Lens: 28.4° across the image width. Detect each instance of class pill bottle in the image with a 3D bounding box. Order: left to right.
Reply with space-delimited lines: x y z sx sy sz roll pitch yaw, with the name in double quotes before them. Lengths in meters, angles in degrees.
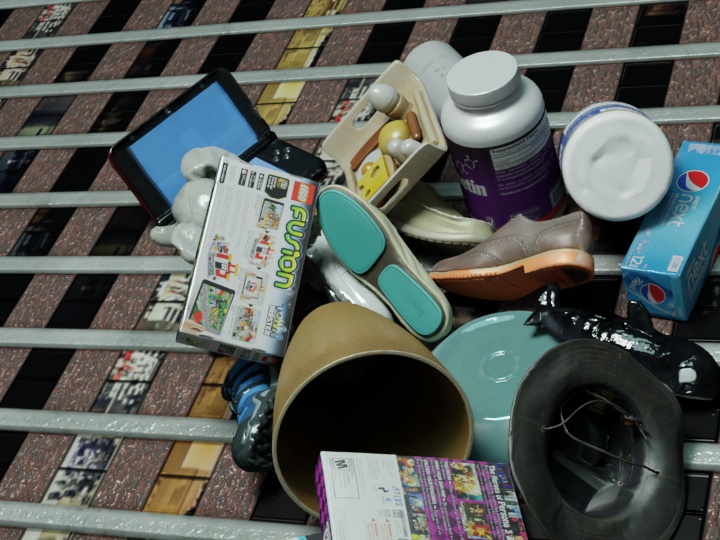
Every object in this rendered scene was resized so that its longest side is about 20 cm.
"pill bottle" 0.153 -0.134 1.543 0.112 0.200 0.113 -12 40 11
"pill bottle" 0.265 -0.120 1.500 0.111 0.111 0.200 -14 9 9

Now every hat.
"hat" 0.196 0.167 1.268 0.201 0.201 0.081 -50 8 -30

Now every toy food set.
"toy food set" 0.017 -0.136 1.582 0.144 0.060 0.200 -47 27 21

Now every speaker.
"speaker" 0.124 -0.205 1.729 0.081 0.081 0.200 -28 40 -8

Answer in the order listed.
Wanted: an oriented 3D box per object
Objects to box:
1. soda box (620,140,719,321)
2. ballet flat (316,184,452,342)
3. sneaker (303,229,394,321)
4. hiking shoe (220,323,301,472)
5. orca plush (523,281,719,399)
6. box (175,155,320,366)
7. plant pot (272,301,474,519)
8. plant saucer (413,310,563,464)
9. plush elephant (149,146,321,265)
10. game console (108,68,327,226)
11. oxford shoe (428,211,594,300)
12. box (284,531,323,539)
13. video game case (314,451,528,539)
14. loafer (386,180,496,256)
"soda box" 0.335 -0.044 1.465 0.064 0.068 0.200 10 49 31
"ballet flat" 0.029 -0.008 1.491 0.069 0.069 0.200 -34 79 -15
"sneaker" 0.000 0.000 1.561 0.099 0.078 0.200 -26 41 -11
"hiking shoe" -0.104 0.138 1.464 0.087 0.074 0.200 -13 30 22
"orca plush" 0.258 0.052 1.362 0.105 0.071 0.200 -15 36 -38
"box" -0.113 -0.010 1.454 0.110 0.035 0.200 15 66 -9
"plant pot" -0.005 0.113 1.373 0.186 0.187 0.200 -22 28 0
"plant saucer" 0.142 0.104 1.411 0.200 0.036 0.200 -12 40 11
"plush elephant" -0.154 -0.036 1.553 0.200 0.155 0.165 -39 28 42
"game console" -0.174 -0.133 1.750 0.200 0.119 0.172 -41 43 -21
"oxford shoe" 0.158 -0.015 1.480 0.200 0.071 0.073 -9 64 37
"box" -0.053 0.277 1.230 0.200 0.049 0.082 -9 41 -22
"video game case" 0.059 0.244 1.226 0.181 0.036 0.200 5 39 -14
"loafer" 0.071 -0.063 1.581 0.200 0.076 0.068 15 84 39
